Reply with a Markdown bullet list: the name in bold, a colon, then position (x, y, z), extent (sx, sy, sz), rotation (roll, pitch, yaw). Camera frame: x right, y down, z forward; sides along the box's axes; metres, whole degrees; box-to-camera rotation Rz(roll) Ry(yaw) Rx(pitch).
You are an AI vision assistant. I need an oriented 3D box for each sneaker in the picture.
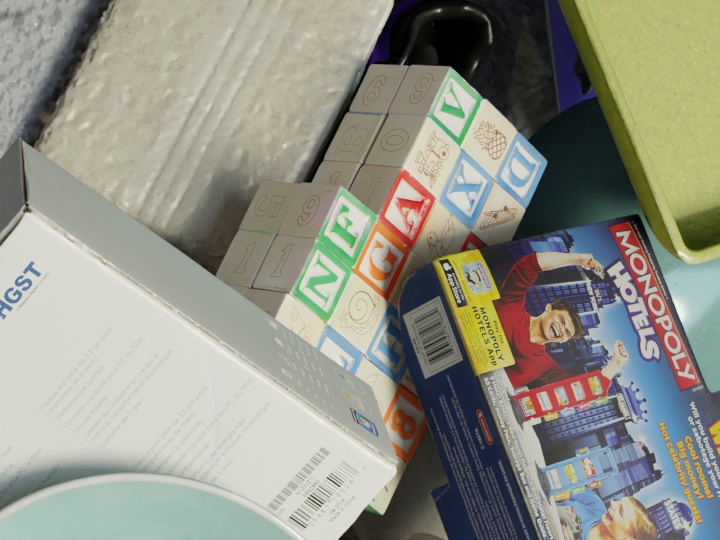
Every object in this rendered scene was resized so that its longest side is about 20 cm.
- **sneaker**: position (0.003, -0.080, 1.169), extent (0.070, 0.099, 0.200), rotation (53, 57, -26)

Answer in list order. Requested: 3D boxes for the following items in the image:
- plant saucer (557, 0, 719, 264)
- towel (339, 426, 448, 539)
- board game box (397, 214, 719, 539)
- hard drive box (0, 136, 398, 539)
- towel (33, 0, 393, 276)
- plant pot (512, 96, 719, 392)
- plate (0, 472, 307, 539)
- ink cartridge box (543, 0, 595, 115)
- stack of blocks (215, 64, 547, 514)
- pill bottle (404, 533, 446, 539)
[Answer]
- **plant saucer**: position (0.187, -0.111, 1.164), extent (0.199, 0.048, 0.201), rotation (-17, 82, -35)
- **towel**: position (0.023, 0.125, 1.201), extent (0.133, 0.034, 0.201), rotation (-44, 119, -53)
- **board game box**: position (0.122, 0.081, 1.089), extent (0.199, 0.062, 0.201), rotation (-11, 77, -43)
- **hard drive box**: position (-0.110, 0.069, 0.945), extent (0.200, 0.077, 0.156), rotation (37, 104, -23)
- **towel**: position (-0.069, -0.104, 1.121), extent (0.132, 0.034, 0.201), rotation (27, 77, -1)
- **plant pot**: position (0.126, 0.021, 1.223), extent (0.134, 0.199, 0.201), rotation (-31, 115, -39)
- **plate**: position (-0.095, 0.172, 0.932), extent (0.199, 0.026, 0.202), rotation (-2, 110, -5)
- **ink cartridge box**: position (0.187, -0.160, 1.320), extent (0.200, 0.043, 0.199), rotation (-43, 143, -26)
- **stack of blocks**: position (0.000, 0.000, 1.077), extent (0.115, 0.058, 0.201), rotation (40, 69, -39)
- **pill bottle**: position (-0.012, 0.223, 1.053), extent (0.200, 0.113, 0.114), rotation (-40, 119, -26)
